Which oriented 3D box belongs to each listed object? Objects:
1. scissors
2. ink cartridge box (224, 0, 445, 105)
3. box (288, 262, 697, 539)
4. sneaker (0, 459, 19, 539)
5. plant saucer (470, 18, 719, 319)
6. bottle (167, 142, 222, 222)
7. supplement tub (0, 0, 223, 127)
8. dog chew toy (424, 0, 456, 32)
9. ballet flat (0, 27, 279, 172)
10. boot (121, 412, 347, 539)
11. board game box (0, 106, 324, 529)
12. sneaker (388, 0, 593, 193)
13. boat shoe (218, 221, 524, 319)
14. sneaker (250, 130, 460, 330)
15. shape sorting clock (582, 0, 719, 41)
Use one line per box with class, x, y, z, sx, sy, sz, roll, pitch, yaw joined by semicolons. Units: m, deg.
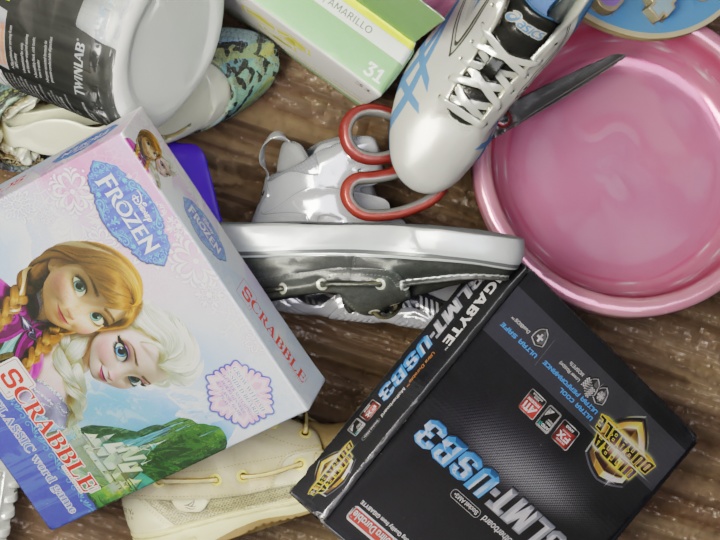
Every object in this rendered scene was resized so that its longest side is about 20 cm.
scissors;0.078;-0.082;1.652;0.199;0.014;0.073;-13;85;-14
ink cartridge box;-0.032;-0.163;1.601;0.145;0.200;0.048;35;86;-6
box;0.085;0.121;1.658;0.199;0.050;0.200;-50;125;-6
sneaker;-0.243;0.147;1.650;0.080;0.076;0.201;-9;94;-16
plant saucer;0.166;-0.067;1.690;0.199;0.051;0.202;1;80;-6
bottle;-0.185;-0.019;1.653;0.199;0.065;0.084;-14;92;-7
supplement tub;-0.191;-0.167;1.589;0.199;0.122;0.123;23;88;24
dog chew toy;0.027;-0.214;1.652;0.200;0.125;0.125;41;86;-14
ballet flat;-0.144;-0.099;1.651;0.199;0.074;0.075;-14;93;-2
boot;-0.069;0.078;1.665;0.199;0.073;0.156;-19;98;0
board game box;-0.156;0.033;1.577;0.199;0.041;0.200;-27;107;25
sneaker;0.080;-0.133;1.598;0.072;0.072;0.200;32;100;-8
boat shoe;0.000;0.000;1.606;0.199;0.069;0.057;1;93;13
sneaker;0.022;-0.024;1.674;0.199;0.075;0.116;7;93;-4
shape sorting clock;0.168;-0.241;1.676;0.199;0.039;0.201;11;68;-28
